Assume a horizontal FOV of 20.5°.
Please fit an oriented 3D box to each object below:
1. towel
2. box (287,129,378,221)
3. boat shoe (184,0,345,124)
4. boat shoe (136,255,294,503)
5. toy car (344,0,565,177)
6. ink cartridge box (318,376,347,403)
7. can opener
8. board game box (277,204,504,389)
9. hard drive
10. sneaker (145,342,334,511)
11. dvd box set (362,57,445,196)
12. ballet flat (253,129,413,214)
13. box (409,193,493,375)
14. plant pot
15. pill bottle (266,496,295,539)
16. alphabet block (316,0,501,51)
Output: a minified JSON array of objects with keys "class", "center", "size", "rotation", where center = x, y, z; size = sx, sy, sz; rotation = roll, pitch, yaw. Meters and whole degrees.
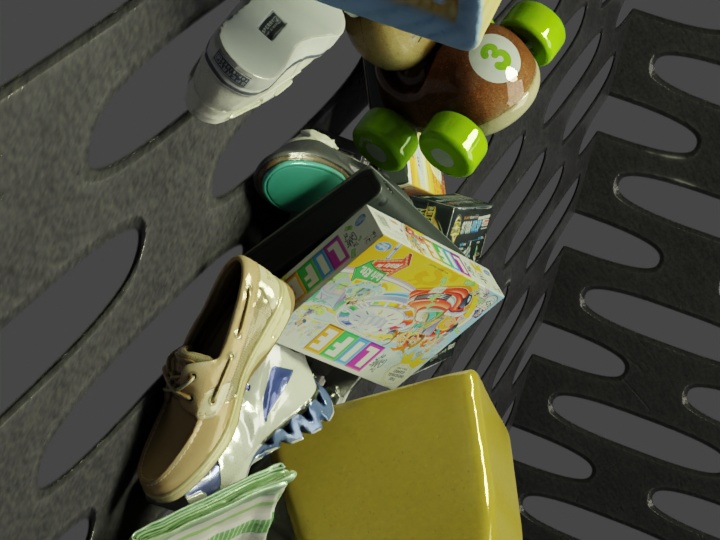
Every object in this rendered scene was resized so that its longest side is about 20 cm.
[{"class":"towel","center":[-0.134,0.236,1.621],"size":[0.152,0.023,0.200],"rotation":[-23,155,-29]},{"class":"box","center":[-0.022,-0.042,1.843],"size":[0.200,0.048,0.159],"rotation":[1,109,-77]},{"class":"boat shoe","center":[-0.072,-0.155,1.419],"size":[0.070,0.071,0.200],"rotation":[-45,-174,29]},{"class":"boat shoe","center":[-0.127,0.083,1.555],"size":[0.064,0.071,0.201],"rotation":[38,74,-41]},{"class":"toy car","center":[0.049,-0.207,1.663],"size":[0.165,0.157,0.200],"rotation":[-54,128,-25]},{"class":"ink cartridge box","center":[-0.052,0.125,1.986],"size":[0.177,0.044,0.201],"rotation":[93,19,-57]},{"class":"can opener","center":[-0.052,0.116,1.866],"size":[0.200,0.053,0.067],"rotation":[-48,-169,-17]},{"class":"board game box","center":[0.017,0.026,1.661],"size":[0.134,0.034,0.200],"rotation":[-40,147,17]},{"class":"hard drive","center":[0.000,0.000,1.689],"size":[0.139,0.033,0.200],"rotation":[-36,148,9]},{"class":"sneaker","center":[-0.110,0.107,1.640],"size":[0.199,0.080,0.116],"rotation":[-36,121,-41]},{"class":"dvd box set","center":[0.042,-0.142,1.866],"size":[0.200,0.029,0.148],"rotation":[13,69,-78]},{"class":"ballet flat","center":[-0.029,-0.077,1.674],"size":[0.199,0.073,0.074],"rotation":[21,89,-50]},{"class":"box","center":[0.069,0.009,1.883],"size":[0.200,0.046,0.160],"rotation":[-13,118,-76]},{"class":"plant pot","center":[0.044,0.233,1.751],"size":[0.194,0.194,0.201],"rotation":[58,18,-63]},{"class":"pill bottle","center":[-0.122,0.292,1.782],"size":[0.109,0.109,0.201],"rotation":[84,28,-65]},{"class":"alphabet block","center":[0.032,-0.301,1.318],"size":[0.197,0.194,0.201],"rotation":[94,19,-59]}]
